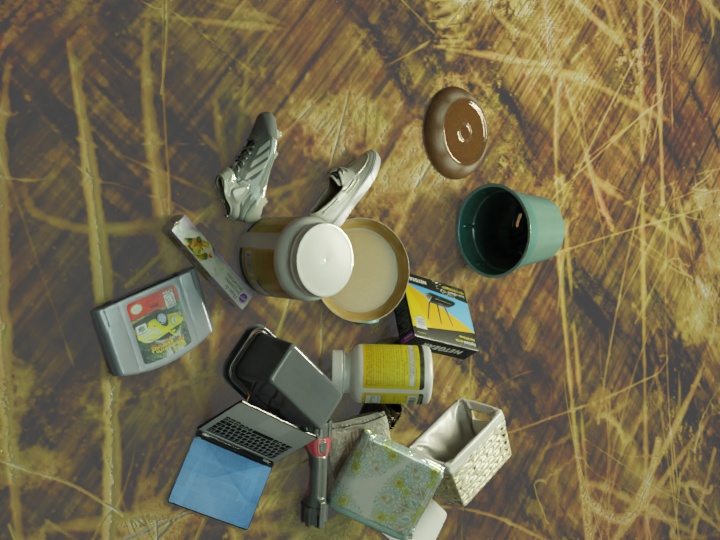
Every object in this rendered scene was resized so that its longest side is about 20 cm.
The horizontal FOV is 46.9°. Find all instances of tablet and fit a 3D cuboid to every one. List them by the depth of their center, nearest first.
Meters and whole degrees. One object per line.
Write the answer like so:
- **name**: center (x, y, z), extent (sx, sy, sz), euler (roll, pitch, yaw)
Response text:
- **tablet**: center (0.107, 0.536, 1.807), extent (0.200, 0.013, 0.131), euler (48, 64, -31)

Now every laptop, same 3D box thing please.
- **laptop**: center (-0.207, 0.351, 1.482), extent (0.186, 0.198, 0.118), euler (32, 39, -35)

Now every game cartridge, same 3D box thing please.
- **game cartridge**: center (-0.345, 0.091, 1.404), extent (0.198, 0.040, 0.136), euler (-27, 112, -35)

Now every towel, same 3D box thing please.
- **towel**: center (0.051, 0.424, 1.639), extent (0.197, 0.048, 0.174), euler (26, 96, -13)
- **towel**: center (0.006, 0.385, 1.663), extent (0.129, 0.035, 0.205), euler (-13, 104, -3)

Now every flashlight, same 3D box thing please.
- **flashlight**: center (-0.090, 0.386, 1.610), extent (0.068, 0.066, 0.206), euler (-20, 114, -75)

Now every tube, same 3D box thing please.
- **tube**: center (0.003, 0.005, 1.675), extent (0.076, 0.050, 0.206), euler (-7, 93, -33)

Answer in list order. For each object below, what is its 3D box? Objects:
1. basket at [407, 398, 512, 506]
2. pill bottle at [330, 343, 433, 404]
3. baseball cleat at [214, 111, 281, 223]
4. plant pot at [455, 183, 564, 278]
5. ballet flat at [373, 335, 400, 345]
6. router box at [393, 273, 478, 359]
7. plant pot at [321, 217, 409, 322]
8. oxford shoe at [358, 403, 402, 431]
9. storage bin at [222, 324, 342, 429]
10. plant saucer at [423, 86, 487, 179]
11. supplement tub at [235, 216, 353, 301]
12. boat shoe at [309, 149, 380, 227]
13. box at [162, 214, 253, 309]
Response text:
- **basket**: center (0.222, 0.397, 1.818), extent (0.199, 0.134, 0.126), euler (-36, 117, -32)
- **pill bottle**: center (0.039, 0.202, 1.627), extent (0.194, 0.112, 0.116), euler (2, 91, -4)
- **baseball cleat**: center (-0.203, -0.190, 1.481), extent (0.105, 0.069, 0.206), euler (9, 86, -39)
- **plant pot**: center (0.350, -0.090, 1.867), extent (0.193, 0.197, 0.206), euler (-4, 95, -45)
- **ballet flat**: center (0.106, 0.162, 1.752), extent (0.197, 0.070, 0.073), euler (-14, 101, -38)
- **router box**: center (0.155, 0.097, 1.755), extent (0.197, 0.051, 0.152), euler (15, 53, -39)
- **plant pot**: center (0.000, 0.000, 1.640), extent (0.194, 0.027, 0.206), euler (1, 86, -13)
- **oxford shoe**: center (0.041, 0.303, 1.697), extent (0.072, 0.083, 0.206), euler (10, 88, -40)
- **storage bin**: center (-0.137, 0.211, 1.515), extent (0.200, 0.133, 0.147), euler (48, 64, -29)
- **plant saucer**: center (0.222, -0.305, 1.840), extent (0.197, 0.036, 0.206), euler (-2, 93, -39)
- **supplement tub**: center (-0.118, -0.022, 1.475), extent (0.142, 0.198, 0.149), euler (-3, 95, -38)
- **boat shoe**: center (-0.033, -0.168, 1.623), extent (0.070, 0.070, 0.202), euler (45, 71, -30)
- **box**: center (-0.266, -0.013, 1.458), extent (0.039, 0.041, 0.201), euler (-51, 122, -23)
